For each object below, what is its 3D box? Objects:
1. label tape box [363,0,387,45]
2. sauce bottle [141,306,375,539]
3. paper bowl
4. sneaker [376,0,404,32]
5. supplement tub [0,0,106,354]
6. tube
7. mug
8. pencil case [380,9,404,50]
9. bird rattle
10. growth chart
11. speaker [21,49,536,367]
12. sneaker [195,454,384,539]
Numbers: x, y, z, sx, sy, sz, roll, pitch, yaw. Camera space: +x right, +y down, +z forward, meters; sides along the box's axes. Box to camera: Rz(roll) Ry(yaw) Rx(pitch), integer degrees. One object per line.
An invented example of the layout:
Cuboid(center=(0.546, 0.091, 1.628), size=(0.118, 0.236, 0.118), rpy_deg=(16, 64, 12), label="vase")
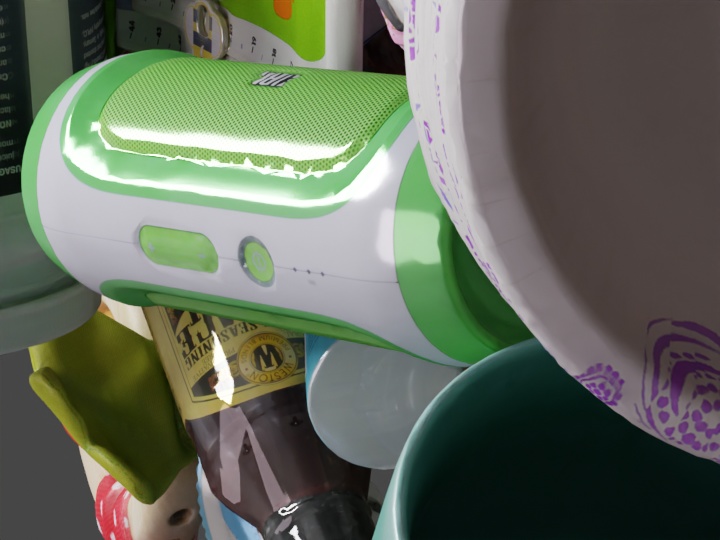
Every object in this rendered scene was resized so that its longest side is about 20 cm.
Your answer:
Cuboid(center=(-0.022, -0.150, 0.991), size=(0.144, 0.063, 0.201), rpy_deg=(26, 124, 55), label="label tape box")
Cuboid(center=(-0.033, 0.042, 1.006), size=(0.201, 0.066, 0.066), rpy_deg=(64, 148, 33), label="sauce bottle")
Cuboid(center=(0.109, -0.059, 0.667), size=(0.104, 0.199, 0.202), rpy_deg=(-125, 30, -74), label="paper bowl")
Cuboid(center=(0.054, -0.148, 0.772), size=(0.079, 0.074, 0.202), rpy_deg=(-17, 60, 36), label="sneaker")
Cuboid(center=(-0.159, -0.081, 1.013), size=(0.140, 0.140, 0.202), rpy_deg=(23, 120, 55), label="supplement tub")
Cuboid(center=(0.000, 0.000, 0.974), size=(0.200, 0.050, 0.078), rpy_deg=(-102, 18, -65), label="tube")
Cuboid(center=(0.083, 0.119, 0.777), size=(0.185, 0.152, 0.115), rpy_deg=(40, 141, 21), label="mug")
Cuboid(center=(0.084, -0.085, 0.814), size=(0.200, 0.082, 0.087), rpy_deg=(16, 122, 57), label="pencil case")
Cuboid(center=(-0.084, 0.070, 1.185), size=(0.201, 0.112, 0.164), rpy_deg=(92, 162, -48), label="bird rattle")
Cuboid(center=(-0.051, -0.109, 0.977), size=(0.200, 0.018, 0.146), rpy_deg=(17, 115, 56), label="growth chart")
Cuboid(center=(-0.017, -0.022, 0.865), size=(0.199, 0.088, 0.089), rpy_deg=(9, 108, 48), label="speaker")
Cuboid(center=(-0.008, 0.116, 1.069), size=(0.080, 0.076, 0.202), rpy_deg=(-5, 92, 37), label="sneaker")
